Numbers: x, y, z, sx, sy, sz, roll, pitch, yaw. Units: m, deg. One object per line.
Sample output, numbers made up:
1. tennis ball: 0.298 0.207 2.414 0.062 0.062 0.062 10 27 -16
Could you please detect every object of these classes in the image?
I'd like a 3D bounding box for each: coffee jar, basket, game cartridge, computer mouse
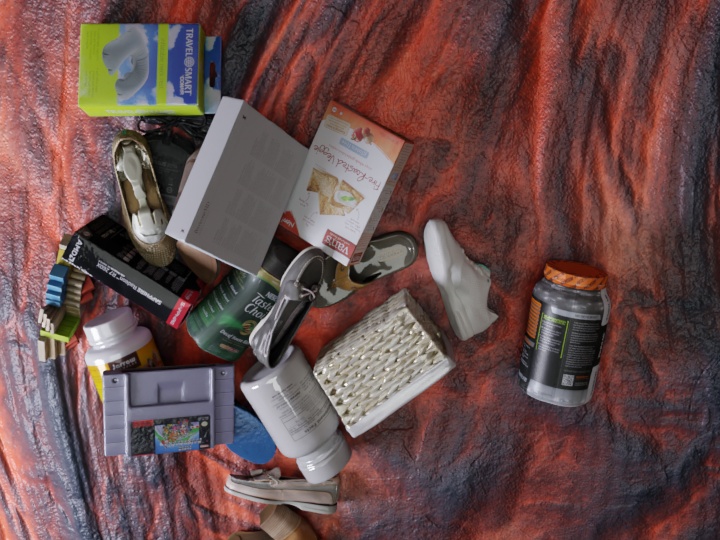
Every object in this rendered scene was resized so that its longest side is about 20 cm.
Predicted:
1. coffee jar: -0.171 0.038 1.149 0.201 0.086 0.104 -49 136 11
2. basket: 0.034 0.137 1.164 0.198 0.136 0.125 -35 99 9
3. game cartridge: -0.290 0.213 1.138 0.195 0.038 0.134 -2 95 -20
4. computer mouse: -0.291 -0.147 1.130 0.135 0.053 0.205 16 94 -7

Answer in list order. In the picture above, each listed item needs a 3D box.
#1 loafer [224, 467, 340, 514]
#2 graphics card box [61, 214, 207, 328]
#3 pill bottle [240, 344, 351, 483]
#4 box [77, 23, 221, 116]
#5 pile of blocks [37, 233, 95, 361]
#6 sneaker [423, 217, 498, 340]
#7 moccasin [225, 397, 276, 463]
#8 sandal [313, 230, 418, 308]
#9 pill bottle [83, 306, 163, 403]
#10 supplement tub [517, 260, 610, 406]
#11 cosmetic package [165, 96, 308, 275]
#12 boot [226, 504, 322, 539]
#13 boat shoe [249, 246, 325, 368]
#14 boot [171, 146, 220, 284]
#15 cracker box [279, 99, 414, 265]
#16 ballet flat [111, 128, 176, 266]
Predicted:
1. loafer: -0.129 0.360 1.262 0.195 0.072 0.065 14 88 -11
2. graphics card box: -0.335 -0.001 1.126 0.198 0.126 0.051 34 104 -10
3. pill bottle: -0.097 0.232 1.196 0.113 0.115 0.203 -28 104 7
4. box: -0.301 -0.288 1.073 0.194 0.048 0.126 0 84 0
5. pile of blocks: -0.452 0.050 1.161 0.061 0.082 0.205 13 104 -4
6. sneaker: 0.161 0.003 1.168 0.087 0.075 0.204 -23 110 -7
7. moccasin: -0.214 0.232 1.222 0.081 0.068 0.200 -45 101 2
8. sandal: 0.000 0.000 1.165 0.195 0.055 0.084 -19 104 5
9. pill bottle: -0.364 0.166 1.179 0.107 0.109 0.205 -16 105 4
10. supplement tub: 0.318 0.095 1.159 0.119 0.123 0.205 7 106 -2
11. cosmetic package: -0.168 -0.114 1.041 0.051 0.150 0.204 19 83 35
12. boot: -0.156 0.509 1.300 0.200 0.077 0.155 -44 106 3
13. boat shoe: -0.099 0.059 1.112 0.066 0.057 0.202 9 122 -45
14. boot: -0.216 -0.094 1.108 0.069 0.148 0.202 17 148 12
15. cracker box: -0.023 -0.128 1.106 0.132 0.057 0.204 30 105 17
16. ballet flat: -0.316 -0.101 1.072 0.069 0.065 0.205 -18 98 -8
